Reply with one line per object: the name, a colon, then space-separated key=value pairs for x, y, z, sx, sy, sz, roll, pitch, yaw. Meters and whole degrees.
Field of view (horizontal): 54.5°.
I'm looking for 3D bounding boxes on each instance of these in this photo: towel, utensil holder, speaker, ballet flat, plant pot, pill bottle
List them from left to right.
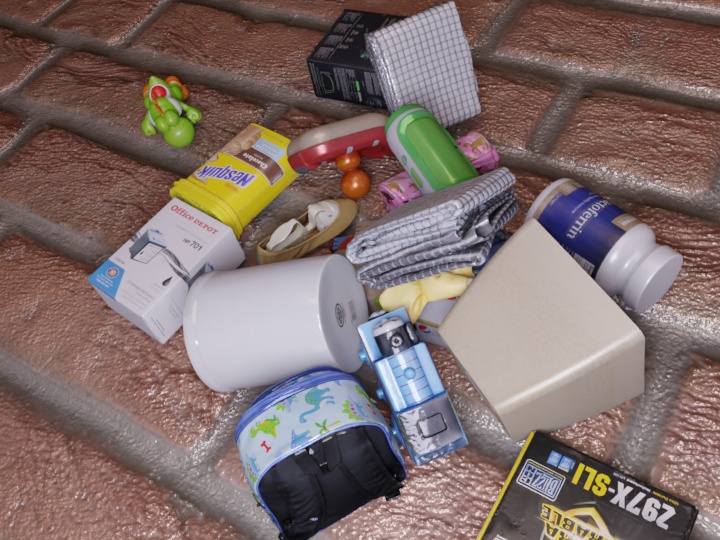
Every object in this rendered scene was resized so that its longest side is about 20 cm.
utensil holder: x=-0.109 y=0.070 z=0.943 sx=0.199 sy=0.170 sz=0.171 roll=-9 pitch=50 yaw=24
ballet flat: x=-0.084 y=-0.069 z=1.141 sx=0.200 sy=0.063 sz=0.069 roll=-39 pitch=55 yaw=-18
towel: x=0.112 y=-0.345 z=1.226 sx=0.165 sy=0.201 sz=0.086 roll=-26 pitch=22 yaw=-13
speaker: x=0.113 y=-0.159 z=1.055 sx=0.088 sy=0.089 sz=0.201 roll=-26 pitch=62 yaw=-8
towel: x=0.100 y=-0.052 z=0.914 sx=0.199 sy=0.086 sz=0.165 roll=-18 pitch=12 yaw=39
plant pot: x=0.214 y=0.096 z=0.871 sx=0.177 sy=0.200 sz=0.200 roll=-35 pitch=56 yaw=1
pill bottle: x=0.338 y=-0.036 z=0.986 sx=0.116 sy=0.116 sz=0.200 roll=-38 pitch=55 yaw=-17

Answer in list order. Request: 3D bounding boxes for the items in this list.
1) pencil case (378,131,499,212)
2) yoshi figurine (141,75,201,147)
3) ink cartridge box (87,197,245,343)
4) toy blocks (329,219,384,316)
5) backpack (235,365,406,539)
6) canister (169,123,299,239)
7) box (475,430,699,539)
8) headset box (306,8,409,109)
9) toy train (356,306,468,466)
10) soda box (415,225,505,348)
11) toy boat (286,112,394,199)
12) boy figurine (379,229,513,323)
pencil case: x=0.129 y=-0.152 z=1.145 sx=0.199 sy=0.083 sz=0.087 roll=-31 pitch=61 yaw=-12
yoshi figurine: x=-0.378 y=-0.307 z=1.392 sx=0.111 sy=0.113 sz=0.200 roll=15 pitch=28 yaw=-26
ink cartridge box: x=-0.309 y=-0.004 z=1.129 sx=0.146 sy=0.086 sz=0.200 roll=27 pitch=64 yaw=29
toy blocks: x=0.000 y=0.000 z=1.061 sx=0.136 sy=0.100 sz=0.201 roll=-8 pitch=50 yaw=22
backpack: x=-0.055 y=0.206 z=0.833 sx=0.182 sy=0.200 sz=0.147 roll=-26 pitch=52 yaw=-7
canister: x=-0.211 y=-0.159 z=1.226 sx=0.148 sy=0.087 sz=0.200 roll=28 pitch=62 yaw=29
box: x=0.254 y=0.297 z=0.791 sx=0.199 sy=0.049 sz=0.160 roll=23 pitch=59 yaw=27
headset box: x=0.026 y=-0.413 z=1.362 sx=0.199 sy=0.093 sz=0.175 roll=15 pitch=57 yaw=22
toy train: x=0.061 y=0.142 z=0.874 sx=0.086 sy=0.114 sz=0.201 roll=-21 pitch=86 yaw=-8
soda box: x=0.148 y=0.015 z=1.022 sx=0.068 sy=0.064 sz=0.201 roll=16 pitch=58 yaw=24
toy boat: x=-0.018 y=-0.186 z=1.189 sx=0.199 sy=0.131 sz=0.130 roll=-21 pitch=7 yaw=-27
boy figurine: x=0.122 y=0.012 z=0.939 sx=0.199 sy=0.065 sz=0.124 roll=-29 pitch=18 yaw=-8
